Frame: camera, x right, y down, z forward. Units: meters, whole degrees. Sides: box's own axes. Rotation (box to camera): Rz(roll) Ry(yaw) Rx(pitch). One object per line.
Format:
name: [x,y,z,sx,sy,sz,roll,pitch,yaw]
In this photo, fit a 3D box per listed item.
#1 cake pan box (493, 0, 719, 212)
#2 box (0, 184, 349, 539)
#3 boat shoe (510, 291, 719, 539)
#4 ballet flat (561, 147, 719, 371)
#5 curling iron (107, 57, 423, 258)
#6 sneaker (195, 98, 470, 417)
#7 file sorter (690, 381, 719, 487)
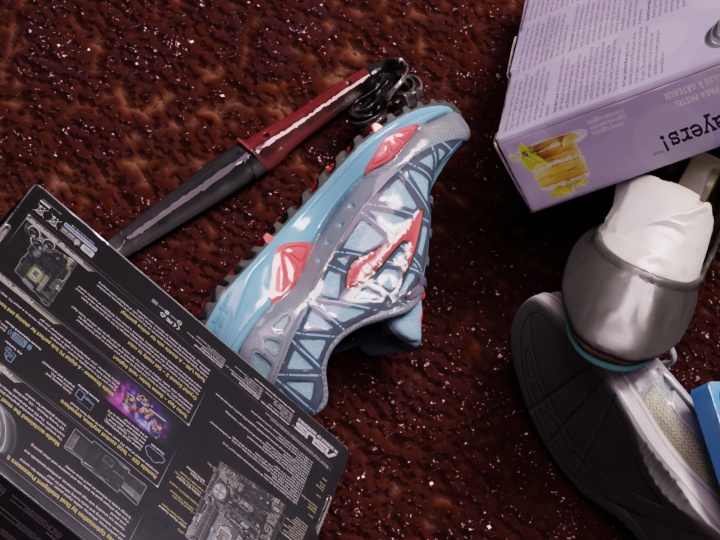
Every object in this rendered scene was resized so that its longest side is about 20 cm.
cake pan box: [0.168,-0.127,0.922,0.183,0.052,0.200,-18,29,21]
box: [-0.107,0.076,0.785,0.200,0.044,0.161,41,33,-12]
boat shoe: [0.152,0.089,0.884,0.065,0.075,0.202,-31,73,-36]
ballet flat: [0.149,-0.021,0.895,0.068,0.069,0.200,24,29,10]
curling iron: [-0.050,-0.062,0.948,0.199,0.050,0.026,-30,115,-16]
sneaker: [0.000,0.000,0.914,0.095,0.079,0.200,42,69,-1]
file sorter: [0.266,0.127,0.815,0.138,0.123,0.201,3,64,-38]
